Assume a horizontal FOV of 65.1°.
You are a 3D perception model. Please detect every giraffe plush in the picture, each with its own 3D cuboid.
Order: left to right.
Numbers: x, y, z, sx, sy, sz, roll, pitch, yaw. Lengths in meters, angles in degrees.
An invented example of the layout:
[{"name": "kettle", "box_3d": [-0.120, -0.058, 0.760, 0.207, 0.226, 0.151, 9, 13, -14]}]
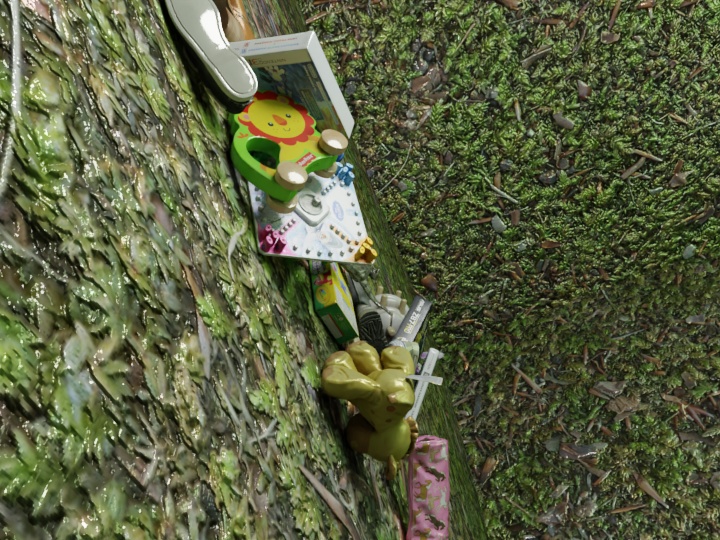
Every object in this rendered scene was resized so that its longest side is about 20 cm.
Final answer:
[{"name": "giraffe plush", "box_3d": [0.032, 0.226, 0.898, 0.172, 0.197, 0.166, -23, 120, -52]}]

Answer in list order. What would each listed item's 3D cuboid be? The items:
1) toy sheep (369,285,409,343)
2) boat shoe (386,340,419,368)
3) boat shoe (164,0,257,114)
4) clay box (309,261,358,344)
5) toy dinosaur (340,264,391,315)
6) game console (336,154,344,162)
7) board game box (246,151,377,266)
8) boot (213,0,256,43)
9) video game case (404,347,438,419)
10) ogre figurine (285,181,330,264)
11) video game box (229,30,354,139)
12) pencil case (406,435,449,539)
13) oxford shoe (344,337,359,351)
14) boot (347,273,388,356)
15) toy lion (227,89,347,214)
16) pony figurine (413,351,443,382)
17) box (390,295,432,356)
[{"name": "toy sheep", "box_3d": [0.063, 0.118, 1.367, 0.200, 0.136, 0.140, -88, 157, -80]}, {"name": "boat shoe", "box_3d": [0.077, 0.235, 1.140, 0.072, 0.061, 0.204, -129, -135, -58]}, {"name": "boat shoe", "box_3d": [-0.218, -0.318, 0.803, 0.201, 0.074, 0.060, 54, -32, -3]}, {"name": "clay box", "box_3d": [-0.056, 0.026, 1.092, 0.116, 0.047, 0.202, 61, 11, -45]}, {"name": "toy dinosaur", "box_3d": [0.000, 0.000, 1.137, 0.201, 0.047, 0.088, 51, 21, -13]}, {"name": "game console", "box_3d": [-0.089, -0.219, 1.118, 0.172, 0.116, 0.203, 77, -1, -55]}, {"name": "board game box", "box_3d": [-0.078, -0.106, 0.893, 0.197, 0.026, 0.203, 6, 55, -32]}, {"name": "boot", "box_3d": [-0.229, -0.456, 1.025, 0.155, 0.072, 0.204, 43, 40, -69]}, {"name": "video game case", "box_3d": [0.104, 0.269, 1.118, 0.201, 0.023, 0.184, 94, 18, -64]}, {"name": "ogre figurine", "box_3d": [-0.084, -0.078, 0.959, 0.198, 0.098, 0.122, -4, 69, -45]}, {"name": "video game box", "box_3d": [-0.126, -0.306, 0.971, 0.201, 0.179, 0.048, 58, 44, -53]}, {"name": "pencil case", "box_3d": [0.125, 0.417, 1.062, 0.083, 0.085, 0.204, 19, 69, -73]}, {"name": "oxford shoe", "box_3d": [0.022, 0.207, 1.092, 0.071, 0.073, 0.203, -32, 102, -81]}, {"name": "boot", "box_3d": [0.003, 0.113, 1.211, 0.200, 0.071, 0.185, -132, -143, -63]}, {"name": "toy lion", "box_3d": [-0.131, -0.203, 0.877, 0.190, 0.069, 0.200, 36, 44, 4]}, {"name": "pony figurine", "box_3d": [0.134, 0.238, 1.576, 0.201, 0.165, 0.193, 54, 1, 1]}, {"name": "box", "box_3d": [0.104, 0.181, 1.278, 0.162, 0.048, 0.202, -53, 158, -38]}]
